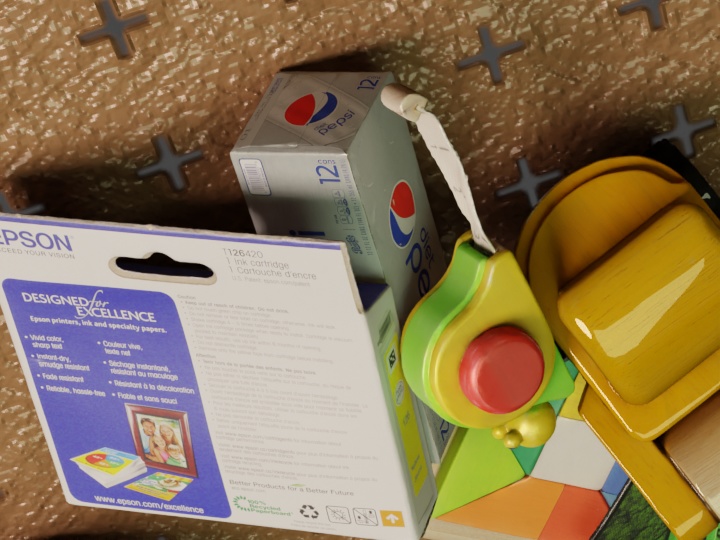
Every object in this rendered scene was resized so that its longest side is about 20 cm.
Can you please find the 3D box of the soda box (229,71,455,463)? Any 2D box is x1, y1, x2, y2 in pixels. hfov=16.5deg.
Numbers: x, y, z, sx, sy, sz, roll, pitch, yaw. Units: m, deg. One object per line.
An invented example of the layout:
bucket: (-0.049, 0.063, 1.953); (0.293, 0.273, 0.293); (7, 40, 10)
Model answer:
soda box: (0.000, 0.000, 1.221); (0.063, 0.068, 0.200); (2, 131, 24)

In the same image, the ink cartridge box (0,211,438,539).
ink cartridge box: (-0.074, 0.044, 1.216); (0.197, 0.047, 0.200); (5, 130, 20)

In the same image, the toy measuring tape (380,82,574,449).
toy measuring tape: (0.039, 0.010, 1.159); (0.073, 0.074, 0.200); (-25, 118, 6)

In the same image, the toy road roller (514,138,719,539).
toy road roller: (0.157, 0.036, 1.206); (0.123, 0.146, 0.200); (-38, 90, 3)

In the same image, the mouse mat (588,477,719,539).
mouse mat: (0.224, 0.092, 1.363); (0.161, 0.008, 0.200); (9, 123, -38)

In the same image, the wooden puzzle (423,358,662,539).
wooden puzzle: (0.120, 0.091, 1.350); (0.200, 0.037, 0.185); (10, 123, -20)
